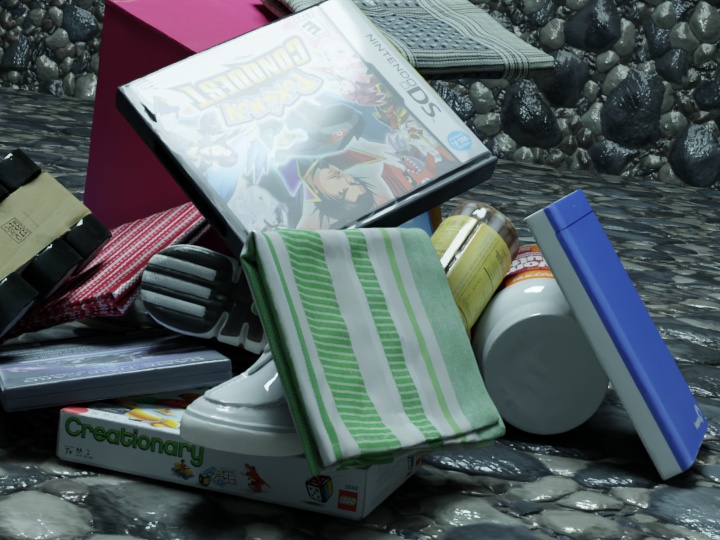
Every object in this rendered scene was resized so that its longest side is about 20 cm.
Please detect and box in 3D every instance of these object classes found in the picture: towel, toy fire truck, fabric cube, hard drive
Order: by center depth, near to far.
[{"bbox_3d":[0.011,0.043,0.998,0.023,0.153,0.200,-27,-14,31],"label":"towel"},{"bbox_3d":[0.185,0.040,1.177,0.025,0.200,0.132,-28,-1,19],"label":"hard drive"},{"bbox_3d":[-0.306,0.018,1.200,0.129,0.200,0.176,42,29,-2],"label":"toy fire truck"},{"bbox_3d":[-0.188,0.000,1.243,0.200,0.023,0.145,-14,25,49],"label":"towel"},{"bbox_3d":[0.031,-0.201,1.320,0.192,0.035,0.200,-5,30,-28],"label":"towel"},{"bbox_3d":[-0.087,-0.107,1.351,0.200,0.200,0.196,-14,35,-40],"label":"fabric cube"}]

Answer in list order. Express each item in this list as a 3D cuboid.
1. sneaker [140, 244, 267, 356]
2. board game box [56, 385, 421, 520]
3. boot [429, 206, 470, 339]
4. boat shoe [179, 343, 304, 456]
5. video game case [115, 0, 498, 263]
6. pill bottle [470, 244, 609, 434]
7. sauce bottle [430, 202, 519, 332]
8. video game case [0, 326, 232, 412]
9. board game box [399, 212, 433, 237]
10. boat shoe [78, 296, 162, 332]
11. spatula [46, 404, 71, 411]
[{"bbox_3d":[-0.053,0.032,1.140,0.200,0.076,0.116,22,-5,-6],"label":"sneaker"},{"bbox_3d":[-0.072,0.107,1.040,0.200,0.035,0.126,9,10,16],"label":"board game box"},{"bbox_3d":[0.057,-0.006,1.450,0.071,0.144,0.201,-1,12,-32],"label":"boot"},{"bbox_3d":[-0.033,0.066,0.996,0.072,0.069,0.200,15,12,37],"label":"boat shoe"},{"bbox_3d":[-0.036,-0.095,1.139,0.200,0.026,0.181,-27,65,-29],"label":"video game case"},{"bbox_3d":[0.138,0.051,1.267,0.109,0.110,0.200,7,13,2],"label":"pill bottle"},{"bbox_3d":[0.046,0.034,1.198,0.065,0.065,0.200,13,47,32],"label":"sauce bottle"},{"bbox_3d":[-0.175,0.063,1.114,0.143,0.019,0.200,-7,7,-15],"label":"video game case"},{"bbox_3d":[0.000,0.000,1.238,0.151,0.200,0.037,-3,-11,-46],"label":"board game box"},{"bbox_3d":[-0.138,0.021,1.385,0.200,0.069,0.075,4,10,-16],"label":"boat shoe"},{"bbox_3d":[-0.173,0.077,1.181,0.056,0.021,0.200,3,10,17],"label":"spatula"}]
